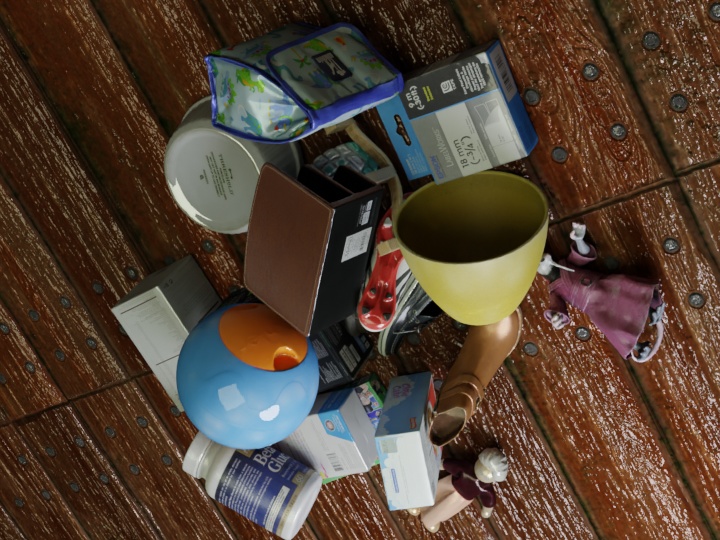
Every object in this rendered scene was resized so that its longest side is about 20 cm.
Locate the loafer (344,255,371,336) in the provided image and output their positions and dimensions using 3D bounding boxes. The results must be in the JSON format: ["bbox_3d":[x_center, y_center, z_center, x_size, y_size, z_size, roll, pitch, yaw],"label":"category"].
[{"bbox_3d":[0.000,0.000,1.629,0.070,0.073,0.202,-7,123,9],"label":"loafer"}]

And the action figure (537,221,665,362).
[{"bbox_3d":[0.309,0.023,1.496,0.199,0.149,0.135,31,98,27],"label":"action figure"}]

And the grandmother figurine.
[{"bbox_3d":[0.159,0.336,1.748,0.121,0.061,0.200,36,129,-9],"label":"grandmother figurine"}]

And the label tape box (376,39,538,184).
[{"bbox_3d":[0.109,-0.192,1.465,0.198,0.063,0.145,-16,110,30],"label":"label tape box"}]

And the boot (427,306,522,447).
[{"bbox_3d":[0.158,0.143,1.576,0.073,0.155,0.201,25,125,9],"label":"boot"}]

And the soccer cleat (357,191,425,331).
[{"bbox_3d":[0.043,-0.012,1.564,0.068,0.085,0.202,18,83,-4],"label":"soccer cleat"}]

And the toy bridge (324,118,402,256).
[{"bbox_3d":[0.017,-0.123,1.512,0.027,0.067,0.202,-29,83,53],"label":"toy bridge"}]

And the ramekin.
[{"bbox_3d":[-0.188,-0.145,1.609,0.200,0.094,0.204,11,122,19],"label":"ramekin"}]

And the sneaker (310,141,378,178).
[{"bbox_3d":[-0.056,-0.110,1.582,0.199,0.091,0.078,-38,95,10],"label":"sneaker"}]

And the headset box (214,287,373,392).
[{"bbox_3d":[-0.113,0.100,1.715,0.199,0.093,0.175,-24,106,33],"label":"headset box"}]

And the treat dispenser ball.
[{"bbox_3d":[-0.157,0.146,1.579,0.199,0.201,0.203,11,122,18],"label":"treat dispenser ball"}]

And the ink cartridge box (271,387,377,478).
[{"bbox_3d":[-0.079,0.263,1.773,0.198,0.068,0.116,-15,110,31],"label":"ink cartridge box"}]

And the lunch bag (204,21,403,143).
[{"bbox_3d":[-0.071,-0.233,1.426,0.199,0.169,0.129,24,130,37],"label":"lunch bag"}]

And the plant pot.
[{"bbox_3d":[0.151,-0.016,1.478,0.198,0.201,0.143,5,131,22],"label":"plant pot"}]

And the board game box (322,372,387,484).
[{"bbox_3d":[-0.020,0.254,1.800,0.199,0.029,0.135,-26,105,34],"label":"board game box"}]

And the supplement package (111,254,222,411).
[{"bbox_3d":[-0.274,0.099,1.778,0.113,0.110,0.201,-22,107,32],"label":"supplement package"}]

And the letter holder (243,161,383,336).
[{"bbox_3d":[-0.069,-0.042,1.504,0.142,0.100,0.202,34,128,29],"label":"letter holder"}]

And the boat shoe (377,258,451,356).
[{"bbox_3d":[0.083,0.053,1.612,0.062,0.075,0.201,35,121,9],"label":"boat shoe"}]

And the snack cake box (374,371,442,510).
[{"bbox_3d":[0.073,0.241,1.631,0.066,0.200,0.116,-9,106,12],"label":"snack cake box"}]

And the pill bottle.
[{"bbox_3d":[-0.167,0.316,1.733,0.198,0.111,0.112,27,126,9],"label":"pill bottle"}]
